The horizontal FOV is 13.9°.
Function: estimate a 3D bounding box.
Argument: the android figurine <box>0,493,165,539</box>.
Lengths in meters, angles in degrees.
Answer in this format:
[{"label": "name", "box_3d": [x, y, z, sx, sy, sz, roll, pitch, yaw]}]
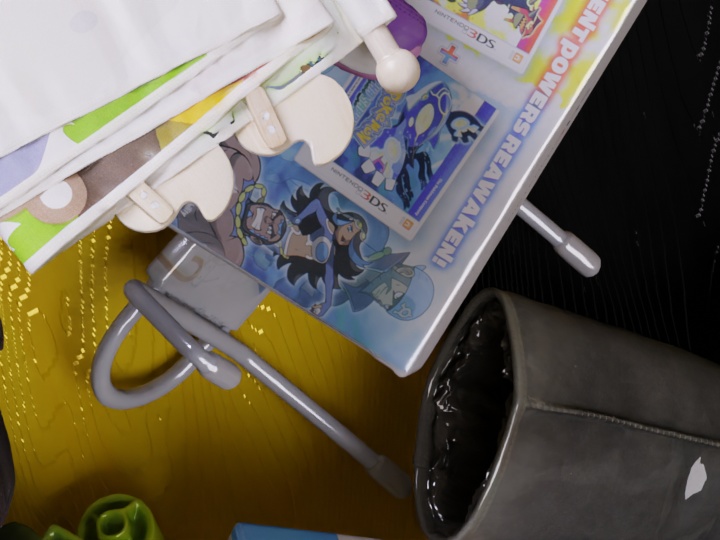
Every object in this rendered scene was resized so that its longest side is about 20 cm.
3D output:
[{"label": "android figurine", "box_3d": [-0.123, 0.174, 1.108, 0.182, 0.041, 0.200, -56, 154, -18]}]

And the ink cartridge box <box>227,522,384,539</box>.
[{"label": "ink cartridge box", "box_3d": [0.036, 0.187, 1.087, 0.200, 0.129, 0.125, 8, 130, -22]}]

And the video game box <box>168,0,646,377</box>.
[{"label": "video game box", "box_3d": [-0.006, -0.096, 0.995, 0.200, 0.182, 0.047, -58, 171, 6]}]

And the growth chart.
[{"label": "growth chart", "box_3d": [-0.090, -0.073, 0.867, 0.200, 0.018, 0.145, -24, 90, -18]}]

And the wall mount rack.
[{"label": "wall mount rack", "box_3d": [0.000, 0.000, 1.107, 0.200, 0.075, 0.174, -49, 151, 3]}]

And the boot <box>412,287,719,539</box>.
[{"label": "boot", "box_3d": [0.121, 0.037, 1.156, 0.200, 0.073, 0.182, 17, 78, -29]}]

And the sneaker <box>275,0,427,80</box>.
[{"label": "sneaker", "box_3d": [-0.037, -0.152, 0.940, 0.088, 0.080, 0.200, -39, 85, 1]}]

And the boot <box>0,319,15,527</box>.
[{"label": "boot", "box_3d": [-0.144, 0.023, 0.970, 0.069, 0.200, 0.174, -8, 114, 1]}]
